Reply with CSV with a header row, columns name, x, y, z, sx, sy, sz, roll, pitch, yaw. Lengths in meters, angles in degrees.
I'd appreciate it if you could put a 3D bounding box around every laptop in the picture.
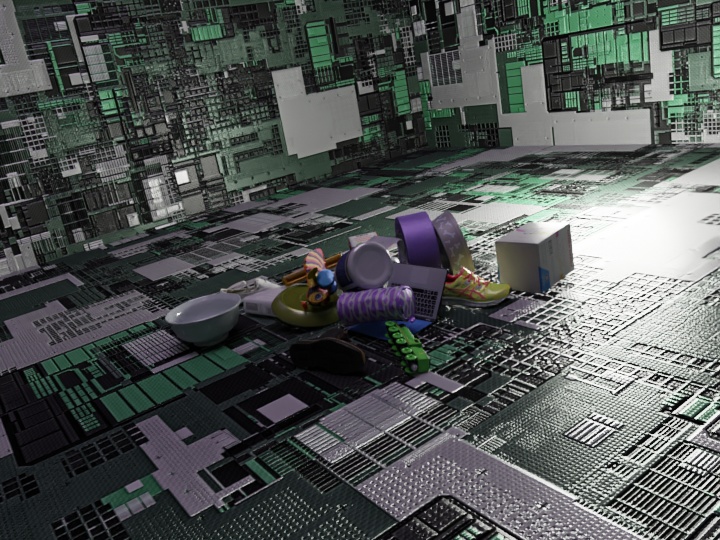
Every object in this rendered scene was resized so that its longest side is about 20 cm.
name,x,y,z,sx,sy,sz,roll,pitch,yaw
laptop,0.088,0.072,1.576,0.115,0.203,0.186,19,-7,-43

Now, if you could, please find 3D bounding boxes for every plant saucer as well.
name,x,y,z,sx,sy,sz,roll,pitch,yaw
plant saucer,-0.136,0.084,1.717,0.196,0.032,0.201,4,25,-2

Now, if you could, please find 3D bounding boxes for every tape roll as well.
name,x,y,z,sx,sy,sz,roll,pitch,yaw
tape roll,0.155,-0.055,1.779,0.084,0.203,0.200,-12,17,-4

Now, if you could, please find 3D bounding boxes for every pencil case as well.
name,x,y,z,sx,sy,sz,roll,pitch,yaw
pencil case,0.038,0.085,1.524,0.198,0.087,0.084,-6,21,38

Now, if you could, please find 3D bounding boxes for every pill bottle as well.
name,x,y,z,sx,sy,sz,roll,pitch,yaw
pill bottle,0.000,0.000,1.640,0.114,0.118,0.200,-16,-3,-18

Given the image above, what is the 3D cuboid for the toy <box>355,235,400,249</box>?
name,x,y,z,sx,sy,sz,roll,pitch,yaw
toy,0.038,-0.049,1.835,0.114,0.048,0.200,-34,18,-13

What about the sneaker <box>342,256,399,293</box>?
name,x,y,z,sx,sy,sz,roll,pitch,yaw
sneaker,0.054,0.025,1.814,0.198,0.076,0.114,-27,23,-29

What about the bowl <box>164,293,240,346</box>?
name,x,y,z,sx,sy,sz,roll,pitch,yaw
bowl,-0.400,0.137,1.706,0.198,0.092,0.201,-10,18,3

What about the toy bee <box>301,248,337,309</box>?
name,x,y,z,sx,sy,sz,roll,pitch,yaw
toy bee,-0.109,0.044,1.647,0.107,0.132,0.201,-25,43,-6

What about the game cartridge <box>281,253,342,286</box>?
name,x,y,z,sx,sy,sz,roll,pitch,yaw
game cartridge,-0.139,0.001,1.864,0.174,0.033,0.200,-23,1,-7

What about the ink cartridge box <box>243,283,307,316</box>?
name,x,y,z,sx,sy,sz,roll,pitch,yaw
ink cartridge box,-0.208,0.081,1.861,0.159,0.051,0.199,3,13,39

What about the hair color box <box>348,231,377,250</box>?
name,x,y,z,sx,sy,sz,roll,pitch,yaw
hair color box,0.019,-0.067,2.144,0.100,0.062,0.200,-12,18,-2

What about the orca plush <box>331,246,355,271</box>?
name,x,y,z,sx,sy,sz,roll,pitch,yaw
orca plush,-0.037,-0.003,2.021,0.197,0.071,0.106,-21,62,-2

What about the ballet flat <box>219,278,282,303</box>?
name,x,y,z,sx,sy,sz,roll,pitch,yaw
ballet flat,-0.327,0.059,1.952,0.197,0.071,0.069,-14,17,-10

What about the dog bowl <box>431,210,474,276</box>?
name,x,y,z,sx,sy,sz,roll,pitch,yaw
dog bowl,0.241,-0.057,1.752,0.058,0.203,0.200,-22,18,-2

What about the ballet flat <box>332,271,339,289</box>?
name,x,y,z,sx,sy,sz,roll,pitch,yaw
ballet flat,-0.035,0.022,1.877,0.069,0.071,0.199,6,20,43

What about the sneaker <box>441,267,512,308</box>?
name,x,y,z,sx,sy,sz,roll,pitch,yaw
sneaker,0.271,0.037,1.604,0.197,0.092,0.078,-1,18,25

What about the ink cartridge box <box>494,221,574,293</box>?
name,x,y,z,sx,sy,sz,roll,pitch,yaw
ink cartridge box,0.454,-0.041,1.673,0.124,0.131,0.199,6,23,44

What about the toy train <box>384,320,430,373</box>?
name,x,y,z,sx,sy,sz,roll,pitch,yaw
toy train,0.099,0.159,1.390,0.055,0.042,0.200,-4,21,-12

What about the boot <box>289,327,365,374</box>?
name,x,y,z,sx,sy,sz,roll,pitch,yaw
boot,-0.043,0.163,1.440,0.198,0.079,0.138,4,18,38
